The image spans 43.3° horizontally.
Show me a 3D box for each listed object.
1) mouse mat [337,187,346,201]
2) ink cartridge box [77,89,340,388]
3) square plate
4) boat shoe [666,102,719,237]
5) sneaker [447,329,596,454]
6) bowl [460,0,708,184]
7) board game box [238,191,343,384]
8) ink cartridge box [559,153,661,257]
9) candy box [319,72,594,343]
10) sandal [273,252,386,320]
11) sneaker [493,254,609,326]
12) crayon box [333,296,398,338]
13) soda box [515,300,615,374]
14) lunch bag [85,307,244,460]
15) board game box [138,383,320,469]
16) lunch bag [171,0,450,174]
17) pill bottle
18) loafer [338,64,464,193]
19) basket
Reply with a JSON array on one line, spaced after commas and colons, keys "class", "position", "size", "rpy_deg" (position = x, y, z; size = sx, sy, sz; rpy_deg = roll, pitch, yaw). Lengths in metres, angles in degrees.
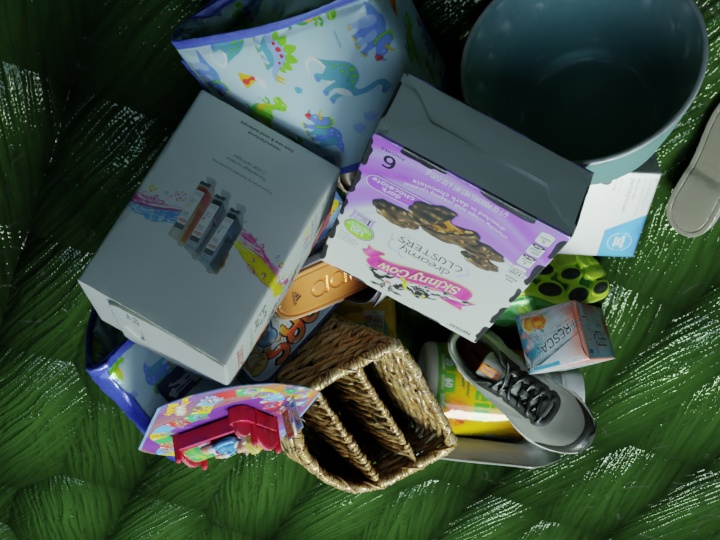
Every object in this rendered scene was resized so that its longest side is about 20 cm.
[{"class": "mouse mat", "position": [-0.066, -0.078, 0.979], "size": [0.197, 0.008, 0.162], "rpy_deg": [-9, 135, 12]}, {"class": "ink cartridge box", "position": [-0.130, -0.019, 0.809], "size": [0.143, 0.201, 0.145], "rpy_deg": [30, 163, 2]}, {"class": "square plate", "position": [0.148, 0.227, 1.175], "size": [0.197, 0.029, 0.198], "rpy_deg": [3, 174, 23]}, {"class": "boat shoe", "position": [0.376, -0.122, 0.895], "size": [0.062, 0.073, 0.201], "rpy_deg": [-21, 146, -43]}, {"class": "sneaker", "position": [0.171, 0.132, 1.007], "size": [0.074, 0.199, 0.079], "rpy_deg": [-54, 153, 4]}, {"class": "bowl", "position": [0.193, -0.155, 0.780], "size": [0.198, 0.203, 0.105], "rpy_deg": [-12, 154, 15]}, {"class": "board game box", "position": [-0.081, 0.011, 0.948], "size": [0.034, 0.200, 0.136], "rpy_deg": [25, 157, 45]}, {"class": "ink cartridge box", "position": [0.188, -0.079, 0.923], "size": [0.197, 0.067, 0.117], "rpy_deg": [2, 136, 0]}, {"class": "candy box", "position": [0.070, -0.042, 0.756], "size": [0.166, 0.072, 0.200], "rpy_deg": [27, 149, -1]}, {"class": "sandal", "position": [0.000, 0.007, 0.949], "size": [0.205, 0.059, 0.080], "rpy_deg": [-29, 130, -28]}, {"class": "sneaker", "position": [0.181, 0.019, 1.036], "size": [0.197, 0.075, 0.084], "rpy_deg": [-7, 165, 3]}, {"class": "crayon box", "position": [-0.016, 0.086, 1.111], "size": [0.124, 0.052, 0.202], "rpy_deg": [-2, 136, 5]}, {"class": "soda box", "position": [0.231, 0.076, 1.007], "size": [0.068, 0.064, 0.200], "rpy_deg": [-17, 168, 21]}, {"class": "lunch bag", "position": [-0.202, 0.076, 0.982], "size": [0.126, 0.202, 0.171], "rpy_deg": [-3, 137, 29]}, {"class": "board game box", "position": [-0.128, 0.165, 0.882], "size": [0.156, 0.039, 0.200], "rpy_deg": [-1, 152, -24]}, {"class": "lunch bag", "position": [-0.041, -0.175, 0.792], "size": [0.198, 0.129, 0.171], "rpy_deg": [-16, 133, 23]}, {"class": "pill bottle", "position": [0.171, 0.152, 1.127], "size": [0.197, 0.112, 0.112], "rpy_deg": [6, 136, -3]}, {"class": "loafer", "position": [0.050, -0.126, 0.874], "size": [0.199, 0.072, 0.073], "rpy_deg": [-32, 131, 28]}, {"class": "basket", "position": [-0.009, 0.165, 1.009], "size": [0.148, 0.143, 0.201], "rpy_deg": [19, 148, 42]}]
